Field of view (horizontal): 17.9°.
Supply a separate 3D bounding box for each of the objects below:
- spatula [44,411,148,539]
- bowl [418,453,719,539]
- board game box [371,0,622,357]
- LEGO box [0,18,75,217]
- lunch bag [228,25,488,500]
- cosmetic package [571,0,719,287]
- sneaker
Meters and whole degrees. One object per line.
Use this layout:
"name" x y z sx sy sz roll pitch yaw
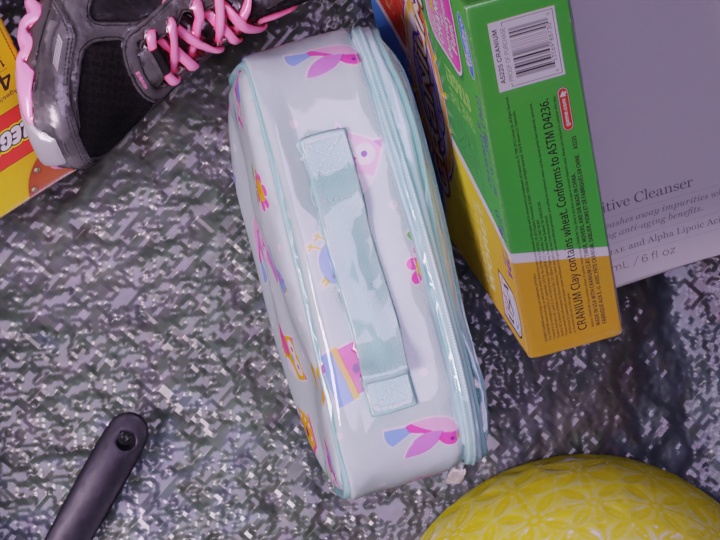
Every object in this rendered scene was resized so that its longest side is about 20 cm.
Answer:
"spatula" -0.148 0.153 1.021 0.056 0.021 0.200 29 83 -14
"bowl" 0.111 0.184 1.012 0.199 0.108 0.201 0 88 -8
"board game box" 0.048 -0.076 0.943 0.040 0.200 0.153 -16 117 -7
"LEGO box" -0.241 -0.056 0.943 0.200 0.149 0.077 -34 48 -11
"lunch bag" 0.000 0.000 0.977 0.077 0.160 0.201 -15 89 -7
"cosmetic package" 0.115 -0.099 0.988 0.113 0.081 0.200 -18 128 -7
"sneaker" -0.070 -0.120 0.972 0.095 0.079 0.200 15 58 26
